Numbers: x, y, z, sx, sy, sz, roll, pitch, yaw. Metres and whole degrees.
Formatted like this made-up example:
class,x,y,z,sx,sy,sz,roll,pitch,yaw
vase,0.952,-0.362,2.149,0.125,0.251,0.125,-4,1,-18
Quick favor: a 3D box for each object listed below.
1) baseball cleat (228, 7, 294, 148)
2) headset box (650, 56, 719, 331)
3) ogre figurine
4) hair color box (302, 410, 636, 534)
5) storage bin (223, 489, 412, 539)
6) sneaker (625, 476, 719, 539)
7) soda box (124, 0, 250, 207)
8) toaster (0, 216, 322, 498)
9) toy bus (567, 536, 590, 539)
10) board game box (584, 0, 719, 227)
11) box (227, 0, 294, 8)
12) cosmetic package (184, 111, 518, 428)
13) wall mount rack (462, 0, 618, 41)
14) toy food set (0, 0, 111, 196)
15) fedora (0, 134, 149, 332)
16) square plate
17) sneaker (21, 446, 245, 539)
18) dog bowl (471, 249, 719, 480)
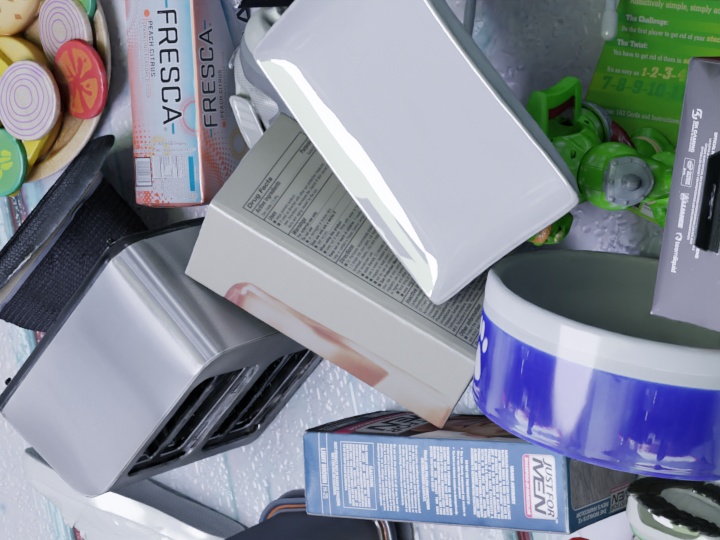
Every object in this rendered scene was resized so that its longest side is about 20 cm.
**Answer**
class,x,y,z,sx,sy,sz,roll,pitch,yaw
baseball cleat,-0.016,-0.091,1.500,0.200,0.070,0.106,53,136,20
headset box,0.241,-0.046,1.241,0.075,0.200,0.149,14,104,32
ogre figurine,0.129,-0.070,1.332,0.200,0.120,0.098,35,114,26
hair color box,0.071,0.130,1.435,0.200,0.100,0.061,1,96,33
storage bin,-0.035,0.261,1.501,0.145,0.134,0.200,-6,93,34
sneaker,0.246,0.206,1.355,0.200,0.077,0.089,32,125,32
soda box,-0.121,-0.146,1.551,0.064,0.068,0.200,1,97,33
toaster,-0.124,0.051,1.512,0.119,0.181,0.200,48,119,17
toy bus,0.152,0.276,1.375,0.200,0.136,0.192,23,108,29
board game box,0.199,-0.132,1.364,0.095,0.030,0.200,28,113,28
box,-0.089,-0.267,1.473,0.200,0.141,0.079,45,117,22
cosmetic package,0.000,0.000,1.416,0.200,0.103,0.087,32,142,5
wall mount rack,0.099,-0.209,1.393,0.200,0.075,0.174,-21,85,34
toy food set,-0.267,-0.163,1.659,0.198,0.049,0.200,43,116,22
fedora,-0.211,-0.004,1.589,0.092,0.201,0.201,38,119,-8
square plate,0.032,-0.092,1.284,0.200,0.028,0.198,54,152,2
sneaker,-0.185,0.213,1.632,0.200,0.074,0.116,23,104,28
dog bowl,0.169,0.053,1.301,0.200,0.200,0.079,18,107,31
